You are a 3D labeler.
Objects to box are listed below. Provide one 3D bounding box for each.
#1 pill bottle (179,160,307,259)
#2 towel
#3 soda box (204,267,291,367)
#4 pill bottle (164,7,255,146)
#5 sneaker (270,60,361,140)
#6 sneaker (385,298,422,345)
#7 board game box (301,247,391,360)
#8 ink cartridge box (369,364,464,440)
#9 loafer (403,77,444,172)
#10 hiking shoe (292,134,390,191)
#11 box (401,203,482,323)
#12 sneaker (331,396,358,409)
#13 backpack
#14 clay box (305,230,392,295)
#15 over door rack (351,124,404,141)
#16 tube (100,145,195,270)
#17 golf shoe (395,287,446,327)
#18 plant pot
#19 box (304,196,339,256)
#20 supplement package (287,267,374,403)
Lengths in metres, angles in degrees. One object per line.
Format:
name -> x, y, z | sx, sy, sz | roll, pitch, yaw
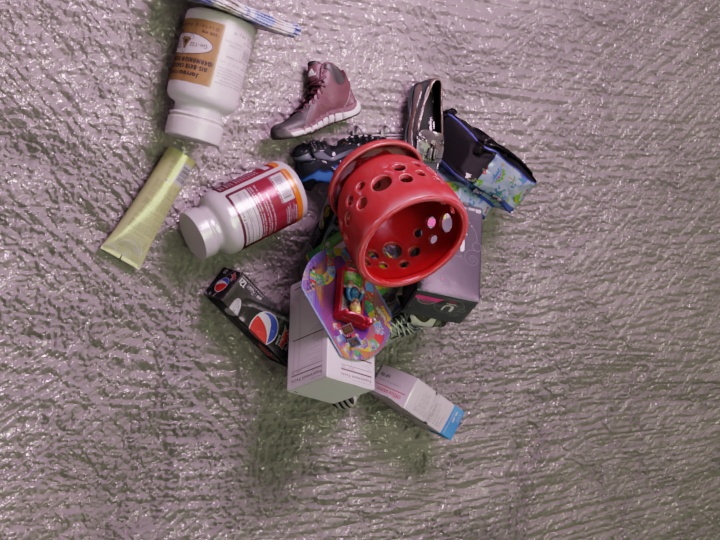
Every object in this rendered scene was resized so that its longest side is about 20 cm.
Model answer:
pill bottle -> -0.198, -0.098, 1.574 | 0.200, 0.113, 0.113 | -29, 115, -28
towel -> -0.205, -0.415, 1.481 | 0.200, 0.147, 0.024 | 13, 100, -36
soda box -> -0.181, 0.084, 1.650 | 0.063, 0.071, 0.200 | -53, 125, -17
pill bottle -> -0.245, -0.306, 1.495 | 0.114, 0.114, 0.200 | 14, 91, -37
sneaker -> -0.092, -0.304, 1.643 | 0.200, 0.076, 0.116 | -29, 111, -40
sneaker -> 0.081, 0.093, 1.836 | 0.200, 0.085, 0.077 | -41, 121, -22
board game box -> -0.008, 0.049, 1.591 | 0.158, 0.039, 0.200 | -33, 96, -46
ink cartridge box -> 0.100, 0.254, 1.863 | 0.200, 0.116, 0.068 | 38, 76, -36
loafer -> 0.125, -0.265, 1.751 | 0.072, 0.063, 0.201 | 8, 75, -32
hiking shoe -> -0.020, -0.192, 1.684 | 0.199, 0.074, 0.087 | -5, 116, 0
box -> 0.151, -0.020, 1.730 | 0.122, 0.106, 0.200 | 11, 62, -11
sneaker -> -0.044, 0.154, 1.779 | 0.115, 0.075, 0.200 | -33, 105, -56
backpack -> 0.229, -0.191, 1.834 | 0.200, 0.183, 0.147 | 25, 107, -40
clay box -> 0.000, 0.000, 1.728 | 0.115, 0.048, 0.200 | -36, 139, 9
over door rack -> 0.057, -0.175, 1.774 | 0.147, 0.067, 0.201 | -7, 103, -34
tube -> -0.339, -0.105, 1.513 | 0.058, 0.052, 0.200 | 28, 84, 5
golf shoe -> 0.109, 0.020, 1.803 | 0.094, 0.200, 0.078 | -5, 143, -16
plant pot -> 0.051, -0.100, 1.554 | 0.200, 0.183, 0.201 | -18, 138, -17
box -> -0.005, -0.094, 1.698 | 0.137, 0.040, 0.200 | -1, 131, -32
supplement package -> -0.051, 0.116, 1.633 | 0.109, 0.114, 0.200 | 21, 59, -37
